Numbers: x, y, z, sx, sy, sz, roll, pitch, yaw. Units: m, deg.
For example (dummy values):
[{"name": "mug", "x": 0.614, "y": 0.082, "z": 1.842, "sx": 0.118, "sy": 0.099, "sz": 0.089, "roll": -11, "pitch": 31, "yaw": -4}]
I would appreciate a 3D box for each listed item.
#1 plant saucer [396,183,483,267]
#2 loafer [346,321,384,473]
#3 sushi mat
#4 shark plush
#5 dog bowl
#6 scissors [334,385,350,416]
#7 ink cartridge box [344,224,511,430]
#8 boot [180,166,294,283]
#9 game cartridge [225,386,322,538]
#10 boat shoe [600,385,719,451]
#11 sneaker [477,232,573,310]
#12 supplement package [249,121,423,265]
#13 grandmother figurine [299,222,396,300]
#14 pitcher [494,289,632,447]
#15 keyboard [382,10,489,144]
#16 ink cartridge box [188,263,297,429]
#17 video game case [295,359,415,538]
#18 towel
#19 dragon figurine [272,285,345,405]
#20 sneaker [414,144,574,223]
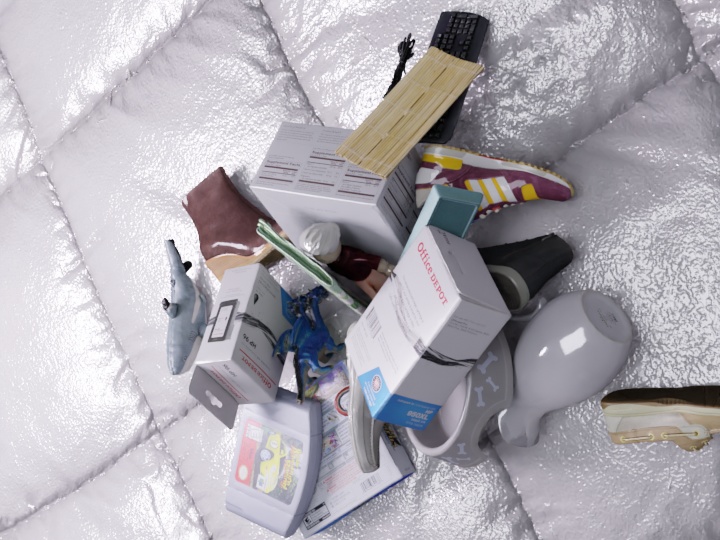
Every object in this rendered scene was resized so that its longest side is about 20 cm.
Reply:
[{"name": "plant saucer", "x": 0.088, "y": -0.019, "z": 1.440, "sx": 0.019, "sy": 0.069, "sz": 0.201, "roll": -108, "pitch": 33, "yaw": -49}, {"name": "loafer", "x": 0.019, "y": 0.167, "z": 1.523, "sx": 0.069, "sy": 0.070, "sz": 0.203, "roll": -2, "pitch": 87, "yaw": 8}, {"name": "sushi mat", "x": 0.061, "y": -0.200, "z": 1.440, "sx": 0.095, "sy": 0.012, "sz": 0.200, "roll": 31, "pitch": 73, "yaw": 37}, {"name": "shark plush", "x": -0.268, "y": 0.055, "z": 1.742, "sx": 0.090, "sy": 0.083, "sz": 0.203, "roll": 4, "pitch": 94, "yaw": 32}, {"name": "dog bowl", "x": 0.116, "y": 0.149, "z": 1.463, "sx": 0.200, "sy": 0.058, "sz": 0.203, "roll": -30, "pitch": 56, "yaw": 59}, {"name": "scissors", "x": 0.040, "y": 0.132, "z": 1.568, "sx": 0.073, "sy": 0.014, "sz": 0.201, "roll": 37, "pitch": 90, "yaw": 18}, {"name": "ink cartridge box", "x": 0.078, "y": 0.070, "z": 1.398, "sx": 0.201, "sy": 0.083, "sz": 0.145, "roll": -56, "pitch": 34, "yaw": 26}, {"name": "boot", "x": -0.174, "y": -0.082, "z": 1.683, "sx": 0.199, "sy": 0.072, "sz": 0.168, "roll": -35, "pitch": 76, "yaw": 32}, {"name": "game cartridge", "x": -0.120, "y": 0.270, "z": 1.635, "sx": 0.132, "sy": 0.041, "sz": 0.203, "roll": 16, "pitch": 100, "yaw": 27}, {"name": "boat shoe", "x": 0.385, "y": 0.177, "z": 1.353, "sx": 0.198, "sy": 0.074, "sz": 0.067, "roll": -2, "pitch": 104, "yaw": 34}, {"name": "sneaker", "x": 0.181, "y": -0.004, "z": 1.475, "sx": 0.199, "sy": 0.106, "sz": 0.076, "roll": 16, "pitch": 131, "yaw": 57}, {"name": "supplement package", "x": -0.014, "y": -0.100, "z": 1.518, "sx": 0.198, "sy": 0.156, "sz": 0.112, "roll": 11, "pitch": 64, "yaw": 31}, {"name": "grandmother figurine", "x": 0.000, "y": 0.000, "z": 1.502, "sx": 0.120, "sy": 0.199, "sz": 0.061, "roll": -13, "pitch": 52, "yaw": 45}, {"name": "pitcher", "x": 0.228, "y": 0.096, "z": 1.421, "sx": 0.200, "sy": 0.120, "sz": 0.173, "roll": -49, "pitch": 61, "yaw": 37}, {"name": "keyboard", "x": 0.087, "y": -0.253, "z": 1.490, "sx": 0.126, "sy": 0.021, "sz": 0.202, "roll": 5, "pitch": 65, "yaw": 31}, {"name": "ink cartridge box", "x": -0.160, "y": 0.107, "z": 1.603, "sx": 0.067, "sy": 0.116, "sz": 0.202, "roll": -9, "pitch": 51, "yaw": 31}, {"name": "video game case", "x": -0.042, "y": 0.253, "z": 1.631, "sx": 0.199, "sy": 0.045, "sz": 0.183, "roll": -37, "pitch": 74, "yaw": 28}, {"name": "towel", "x": -0.050, "y": 0.007, "z": 1.537, "sx": 0.152, "sy": 0.200, "sz": 0.023, "roll": 38, "pitch": 88, "yaw": 29}, {"name": "dragon figurine", "x": -0.083, "y": 0.105, "z": 1.594, "sx": 0.099, "sy": 0.201, "sz": 0.059, "roll": 43, "pitch": 133, "yaw": -9}, {"name": "sneaker", "x": 0.167, "y": -0.097, "z": 1.447, "sx": 0.197, "sy": 0.075, "sz": 0.091, "roll": 14, "pitch": 94, "yaw": 10}]
